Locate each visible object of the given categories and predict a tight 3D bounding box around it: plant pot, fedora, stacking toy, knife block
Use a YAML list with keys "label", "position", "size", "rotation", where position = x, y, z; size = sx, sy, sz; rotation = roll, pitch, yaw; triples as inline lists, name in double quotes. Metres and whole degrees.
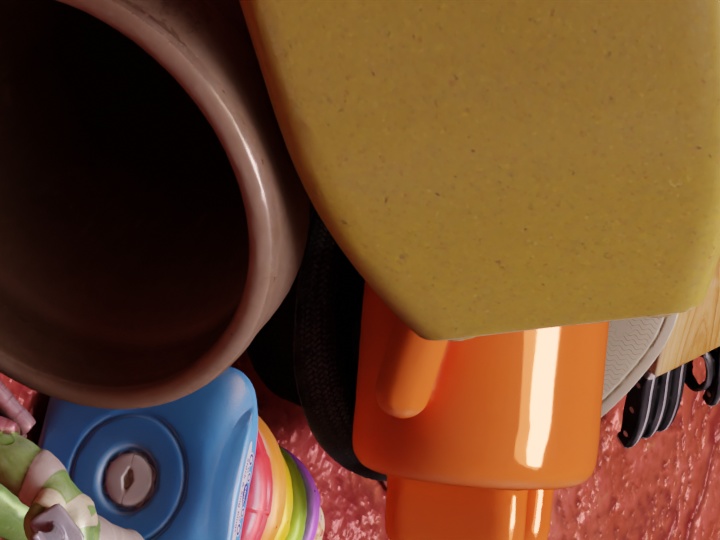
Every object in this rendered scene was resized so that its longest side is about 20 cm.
- label: "plant pot"
  position: [-0.088, -0.072, 1.125]
  size: [0.175, 0.199, 0.201]
  rotation: [-51, 133, -48]
- label: "fedora"
  position: [0.000, 0.000, 1.327]
  size: [0.200, 0.091, 0.202]
  rotation: [-10, 103, -53]
- label: "stacking toy"
  position: [-0.062, 0.113, 1.270]
  size: [0.200, 0.109, 0.117]
  rotation: [29, 69, -63]
- label: "knife block"
  position: [0.168, 0.013, 1.519]
  size: [0.176, 0.064, 0.200]
  rotation: [-51, 147, 10]
- label: "plant pot"
  position: [0.071, -0.086, 1.068]
  size: [0.194, 0.194, 0.201]
  rotation: [-58, 139, -69]

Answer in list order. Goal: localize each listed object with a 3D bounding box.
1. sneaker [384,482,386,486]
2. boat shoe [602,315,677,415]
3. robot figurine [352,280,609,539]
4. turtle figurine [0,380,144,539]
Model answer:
- label: "sneaker"
  position: [0.092, 0.056, 1.473]
  size: [0.200, 0.079, 0.079]
  rotation: [-54, 133, -36]
- label: "boat shoe"
  position: [0.141, -0.002, 1.381]
  size: [0.201, 0.072, 0.068]
  rotation: [-62, 168, 12]
- label: "robot figurine"
  position: [0.057, 0.029, 1.230]
  size: [0.143, 0.116, 0.201]
  rotation: [4, 91, -30]
- label: "turtle figurine"
  position: [-0.172, 0.120, 1.078]
  size: [0.144, 0.200, 0.194]
  rotation: [-41, 140, 2]
